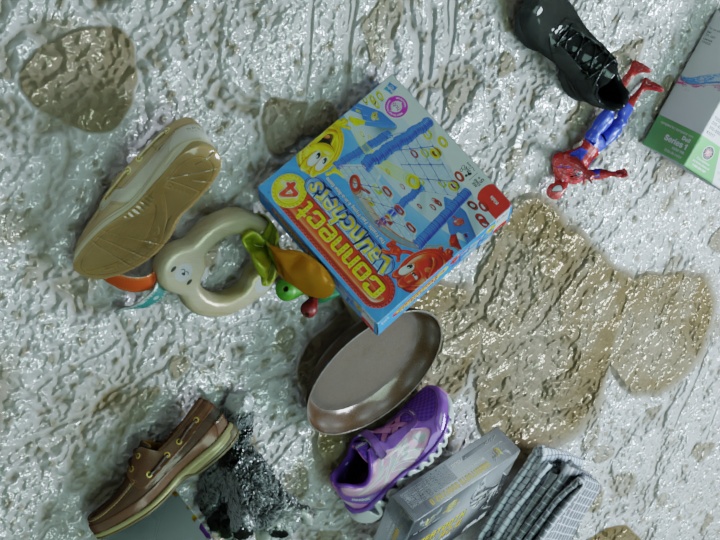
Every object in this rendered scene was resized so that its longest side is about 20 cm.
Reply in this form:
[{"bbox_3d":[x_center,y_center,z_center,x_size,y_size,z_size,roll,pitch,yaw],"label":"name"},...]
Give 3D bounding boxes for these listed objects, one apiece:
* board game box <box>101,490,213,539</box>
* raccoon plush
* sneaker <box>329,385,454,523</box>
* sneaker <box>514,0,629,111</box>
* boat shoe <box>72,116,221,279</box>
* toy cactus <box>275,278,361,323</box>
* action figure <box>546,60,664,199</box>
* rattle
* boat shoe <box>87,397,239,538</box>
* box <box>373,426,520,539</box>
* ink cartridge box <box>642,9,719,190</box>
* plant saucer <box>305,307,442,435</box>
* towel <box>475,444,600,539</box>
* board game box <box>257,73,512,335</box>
[{"bbox_3d":[-0.201,0.367,1.572,0.103,0.105,0.201,-37,136,-14],"label":"board game box"},{"bbox_3d":[-0.107,0.241,1.592,0.133,0.096,0.202,-1,116,-44],"label":"raccoon plush"},{"bbox_3d":[0.035,0.223,1.690,0.201,0.080,0.088,-50,129,0],"label":"sneaker"},{"bbox_3d":[0.256,-0.257,1.566,0.076,0.091,0.200,-51,132,3],"label":"sneaker"},{"bbox_3d":[-0.218,-0.072,1.339,0.200,0.070,0.073,-41,138,19],"label":"boat shoe"},{"bbox_3d":[0.000,0.000,1.535,0.200,0.102,0.166,-40,142,-22],"label":"toy cactus"},{"bbox_3d":[0.313,-0.158,1.664,0.200,0.099,0.065,-49,132,1],"label":"action figure"},{"bbox_3d":[-0.151,0.022,1.399,0.198,0.143,0.131,-12,141,-38],"label":"rattle"},{"bbox_3d":[-0.231,0.221,1.507,0.199,0.072,0.068,-39,99,-1],"label":"boat shoe"},{"bbox_3d":[0.108,0.309,1.756,0.199,0.048,0.159,-27,150,-35],"label":"box"},{"bbox_3d":[0.484,-0.217,1.759,0.144,0.084,0.201,21,101,-42],"label":"ink cartridge box"},{"bbox_3d":[0.011,0.115,1.612,0.199,0.032,0.201,-28,146,-20],"label":"plant saucer"},{"bbox_3d":[0.257,0.354,1.899,0.201,0.085,0.165,-56,151,3],"label":"towel"},{"bbox_3d":[0.026,-0.072,1.435,0.195,0.200,0.056,-41,169,-10],"label":"board game box"}]
